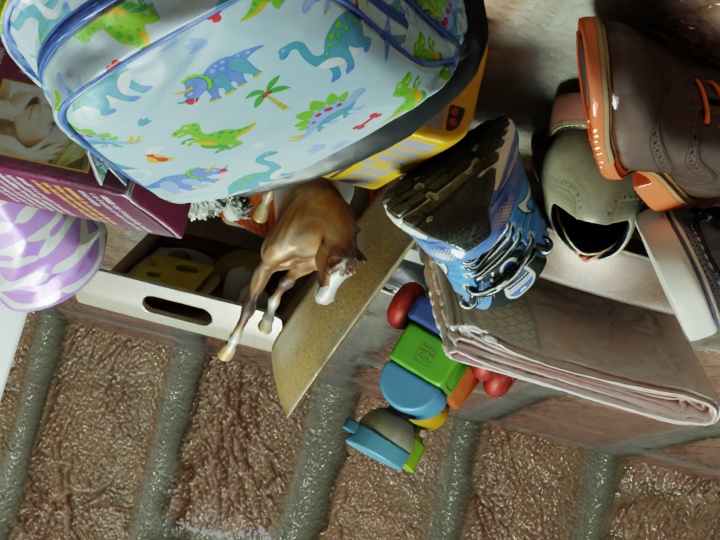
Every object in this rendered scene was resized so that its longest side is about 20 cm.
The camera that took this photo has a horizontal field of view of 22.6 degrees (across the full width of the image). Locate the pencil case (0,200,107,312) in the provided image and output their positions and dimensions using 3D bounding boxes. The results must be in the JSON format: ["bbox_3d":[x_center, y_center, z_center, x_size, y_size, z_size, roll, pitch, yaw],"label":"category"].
[{"bbox_3d":[-0.220,-0.059,1.014,0.200,0.085,0.084,57,-175,-43],"label":"pencil case"}]

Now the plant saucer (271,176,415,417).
[{"bbox_3d":[0.000,0.000,1.116,0.035,0.200,0.200,36,171,2],"label":"plant saucer"}]

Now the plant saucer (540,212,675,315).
[{"bbox_3d":[0.151,-0.007,1.147,0.200,0.035,0.200,16,-175,-1],"label":"plant saucer"}]

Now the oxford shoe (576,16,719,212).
[{"bbox_3d":[0.145,-0.076,0.811,0.072,0.071,0.200,-8,170,21],"label":"oxford shoe"}]

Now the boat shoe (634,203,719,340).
[{"bbox_3d":[0.205,-0.014,0.950,0.093,0.075,0.200,-25,176,14],"label":"boat shoe"}]

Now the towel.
[{"bbox_3d":[0.133,0.022,1.211,0.191,0.032,0.200,17,-154,-15],"label":"towel"}]

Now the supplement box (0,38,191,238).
[{"bbox_3d":[-0.173,-0.105,0.867,0.200,0.131,0.103,13,172,10],"label":"supplement box"}]

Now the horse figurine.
[{"bbox_3d":[-0.031,-0.034,1.052,0.050,0.200,0.133,25,130,-10],"label":"horse figurine"}]

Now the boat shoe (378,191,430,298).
[{"bbox_3d":[0.081,0.007,1.310,0.200,0.074,0.060,18,135,-13],"label":"boat shoe"}]

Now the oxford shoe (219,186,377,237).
[{"bbox_3d":[-0.071,-0.066,1.233,0.200,0.071,0.073,8,-164,25],"label":"oxford shoe"}]

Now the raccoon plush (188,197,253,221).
[{"bbox_3d":[-0.077,-0.072,1.081,0.200,0.097,0.134,5,176,44],"label":"raccoon plush"}]

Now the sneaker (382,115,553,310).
[{"bbox_3d":[0.068,-0.026,0.942,0.089,0.078,0.200,57,-170,-3],"label":"sneaker"}]

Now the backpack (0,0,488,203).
[{"bbox_3d":[-0.055,-0.102,0.681,0.163,0.154,0.200,-21,142,16],"label":"backpack"}]

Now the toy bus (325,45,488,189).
[{"bbox_3d":[0.006,-0.089,0.893,0.078,0.065,0.200,16,171,-11],"label":"toy bus"}]

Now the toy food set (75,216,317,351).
[{"bbox_3d":[-0.098,-0.012,1.250,0.143,0.061,0.200,13,-159,8],"label":"toy food set"}]

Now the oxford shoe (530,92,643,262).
[{"bbox_3d":[0.122,-0.040,0.992,0.070,0.075,0.200,9,172,10],"label":"oxford shoe"}]

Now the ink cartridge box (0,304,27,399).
[{"bbox_3d":[-0.276,-0.009,1.262,0.084,0.200,0.176,15,-167,-18],"label":"ink cartridge box"}]

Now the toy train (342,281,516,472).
[{"bbox_3d":[0.049,0.091,1.262,0.085,0.116,0.200,31,174,16],"label":"toy train"}]
